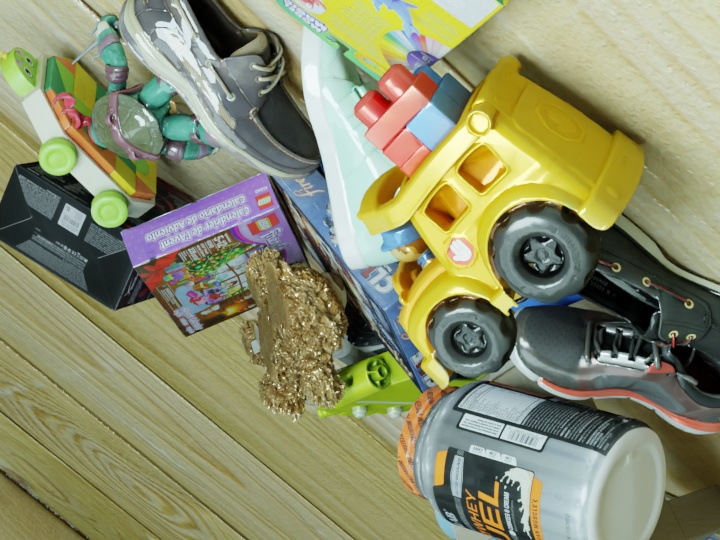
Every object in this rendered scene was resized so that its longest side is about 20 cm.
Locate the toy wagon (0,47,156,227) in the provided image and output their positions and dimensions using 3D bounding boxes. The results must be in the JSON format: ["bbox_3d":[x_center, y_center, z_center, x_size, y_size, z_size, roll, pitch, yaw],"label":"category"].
[{"bbox_3d":[-0.254,-0.132,1.720,0.200,0.039,0.156,47,-161,-30],"label":"toy wagon"}]

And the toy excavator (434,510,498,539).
[{"bbox_3d":[0.123,0.256,1.879,0.099,0.201,0.195,7,145,50],"label":"toy excavator"}]

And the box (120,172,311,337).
[{"bbox_3d":[-0.122,-0.011,1.735,0.200,0.136,0.039,66,-179,-69],"label":"box"}]

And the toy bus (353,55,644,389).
[{"bbox_3d":[0.066,-0.048,1.331,0.191,0.136,0.200,38,122,-6],"label":"toy bus"}]

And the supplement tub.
[{"bbox_3d":[0.135,0.160,1.568,0.199,0.123,0.123,13,150,39],"label":"supplement tub"}]

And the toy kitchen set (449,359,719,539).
[{"bbox_3d":[0.186,0.180,1.721,0.163,0.180,0.201,-34,74,34],"label":"toy kitchen set"}]

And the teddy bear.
[{"bbox_3d":[-0.055,0.053,1.678,0.201,0.066,0.146,100,149,-48],"label":"teddy bear"}]

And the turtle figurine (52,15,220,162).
[{"bbox_3d":[-0.173,-0.137,1.642,0.199,0.101,0.150,-3,138,49],"label":"turtle figurine"}]

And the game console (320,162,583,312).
[{"bbox_3d":[0.075,-0.047,1.569,0.200,0.118,0.171,47,-174,-27],"label":"game console"}]

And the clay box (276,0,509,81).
[{"bbox_3d":[0.023,-0.193,1.300,0.115,0.048,0.200,37,159,-10],"label":"clay box"}]

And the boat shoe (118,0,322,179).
[{"bbox_3d":[-0.097,-0.151,1.508,0.200,0.075,0.073,41,126,-17],"label":"boat shoe"}]

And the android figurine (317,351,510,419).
[{"bbox_3d":[0.044,0.102,1.764,0.181,0.041,0.199,5,159,-45],"label":"android figurine"}]

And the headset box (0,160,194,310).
[{"bbox_3d":[-0.229,-0.043,1.827,0.148,0.075,0.200,30,-163,14],"label":"headset box"}]

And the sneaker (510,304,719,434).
[{"bbox_3d":[0.213,0.062,1.510,0.198,0.078,0.082,16,152,-7],"label":"sneaker"}]

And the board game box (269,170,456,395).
[{"bbox_3d":[0.000,0.000,1.642,0.200,0.034,0.136,50,171,39],"label":"board game box"}]

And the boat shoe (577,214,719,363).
[{"bbox_3d":[0.228,0.029,1.450,0.201,0.063,0.074,34,156,-2],"label":"boat shoe"}]

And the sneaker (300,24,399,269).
[{"bbox_3d":[0.027,-0.109,1.429,0.117,0.074,0.202,-11,103,13],"label":"sneaker"}]

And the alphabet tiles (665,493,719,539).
[{"bbox_3d":[0.291,0.258,1.905,0.165,0.006,0.201,22,155,29],"label":"alphabet tiles"}]

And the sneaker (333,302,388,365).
[{"bbox_3d":[0.023,0.057,1.798,0.079,0.074,0.200,33,165,-13],"label":"sneaker"}]
